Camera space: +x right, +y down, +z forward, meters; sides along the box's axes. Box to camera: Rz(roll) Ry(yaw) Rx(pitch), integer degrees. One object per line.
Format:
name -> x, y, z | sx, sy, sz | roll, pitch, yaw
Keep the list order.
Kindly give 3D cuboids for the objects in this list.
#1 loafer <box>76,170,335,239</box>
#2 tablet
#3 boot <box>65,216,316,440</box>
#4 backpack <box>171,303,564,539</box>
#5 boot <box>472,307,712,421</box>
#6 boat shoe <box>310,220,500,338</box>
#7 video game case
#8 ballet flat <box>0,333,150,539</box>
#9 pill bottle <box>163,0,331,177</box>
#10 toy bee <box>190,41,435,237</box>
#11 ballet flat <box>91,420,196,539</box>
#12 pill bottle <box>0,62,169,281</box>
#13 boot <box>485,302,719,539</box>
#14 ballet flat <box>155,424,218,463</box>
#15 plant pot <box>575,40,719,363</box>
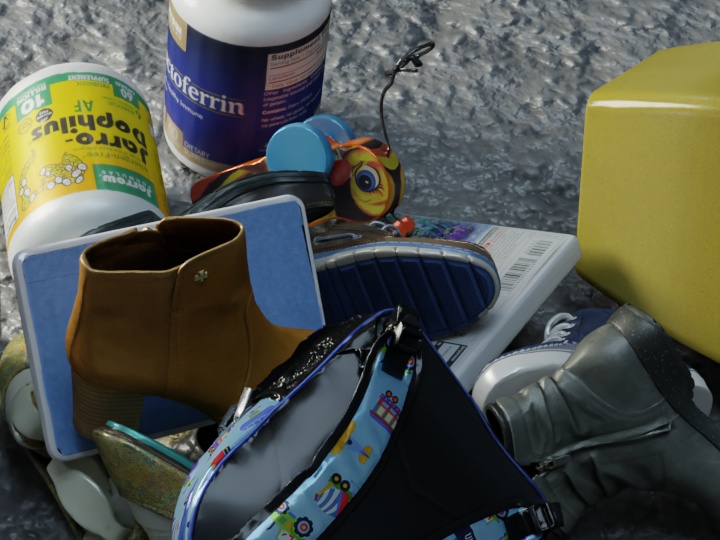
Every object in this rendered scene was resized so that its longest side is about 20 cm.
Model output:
loafer -> -0.096, -0.009, 1.476 | 0.200, 0.073, 0.072 | -22, 79, -28
tablet -> -0.111, 0.033, 1.417 | 0.200, 0.130, 0.014 | -13, 5, -29
boot -> -0.074, 0.029, 1.353 | 0.201, 0.144, 0.071 | -9, 45, -25
backpack -> -0.017, 0.144, 1.285 | 0.200, 0.135, 0.183 | -43, 104, -26
boot -> 0.135, 0.066, 1.516 | 0.200, 0.073, 0.090 | 9, 30, -40
boat shoe -> 0.000, 0.000, 1.512 | 0.200, 0.072, 0.072 | -4, 32, 21
video game case -> 0.024, 0.029, 1.548 | 0.182, 0.024, 0.200 | 8, 39, 35
ballet flat -> -0.178, 0.110, 1.430 | 0.071, 0.071, 0.200 | -23, 60, -27
pill bottle -> -0.080, -0.169, 1.651 | 0.116, 0.200, 0.116 | 4, 45, -4
toy bee -> -0.018, -0.058, 1.596 | 0.131, 0.200, 0.109 | -27, 88, -46
ballet flat -> -0.086, 0.151, 1.370 | 0.200, 0.071, 0.071 | 29, 30, -39
pill bottle -> -0.187, -0.038, 1.569 | 0.113, 0.113, 0.200 | -3, 46, -11
boot -> 0.166, 0.127, 1.453 | 0.131, 0.200, 0.068 | -38, 22, -6
ballet flat -> -0.049, 0.103, 1.453 | 0.200, 0.057, 0.066 | -4, 41, 26
plant pot -> 0.256, -0.058, 1.582 | 0.176, 0.200, 0.200 | 13, 26, 26
